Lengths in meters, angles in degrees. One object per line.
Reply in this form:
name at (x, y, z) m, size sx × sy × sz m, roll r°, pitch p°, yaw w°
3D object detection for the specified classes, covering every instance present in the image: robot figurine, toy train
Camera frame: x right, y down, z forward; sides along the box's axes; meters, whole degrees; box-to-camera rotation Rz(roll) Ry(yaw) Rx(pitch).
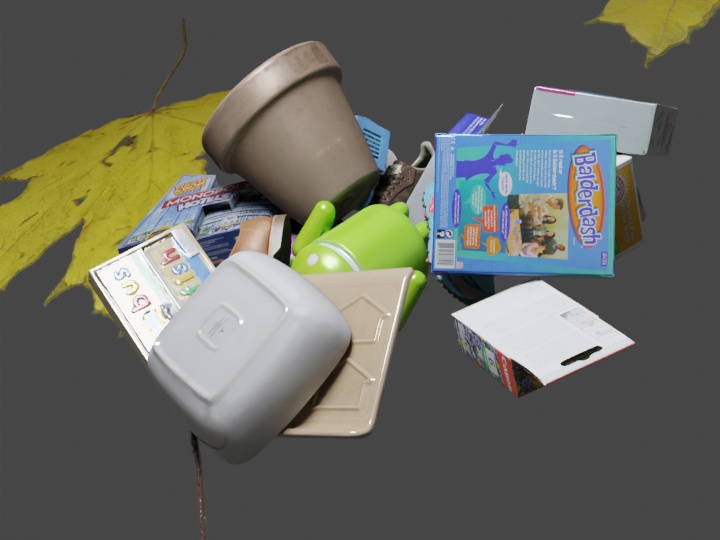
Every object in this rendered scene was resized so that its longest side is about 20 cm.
robot figurine at (0.000, 0.000, 1.546) m, size 0.175 × 0.117 × 0.199 m, roll 39°, pitch 52°, yaw 25°
toy train at (-0.049, -0.139, 1.785) m, size 0.086 × 0.116 × 0.198 m, roll 22°, pitch -18°, yaw -41°

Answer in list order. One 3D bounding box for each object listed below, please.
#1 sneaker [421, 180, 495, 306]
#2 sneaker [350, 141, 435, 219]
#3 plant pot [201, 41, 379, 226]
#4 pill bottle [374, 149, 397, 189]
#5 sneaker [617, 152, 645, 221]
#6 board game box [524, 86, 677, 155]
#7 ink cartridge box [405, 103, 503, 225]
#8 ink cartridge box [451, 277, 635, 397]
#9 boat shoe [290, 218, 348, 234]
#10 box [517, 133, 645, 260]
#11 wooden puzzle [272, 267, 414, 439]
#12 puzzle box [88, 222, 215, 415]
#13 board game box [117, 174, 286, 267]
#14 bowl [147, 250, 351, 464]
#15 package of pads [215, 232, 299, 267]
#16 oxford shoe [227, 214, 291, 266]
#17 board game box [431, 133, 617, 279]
sneaker at (0.125, -0.050, 1.524) m, size 0.095 × 0.079 × 0.202 m, roll -42°, pitch 42°, yaw 34°
sneaker at (0.041, -0.106, 1.800) m, size 0.070 × 0.077 × 0.199 m, roll 6°, pitch 32°, yaw 41°
plant pot at (-0.068, -0.151, 1.637) m, size 0.199 × 0.175 × 0.200 m, roll -39°, pitch -11°, yaw -9°
pill bottle at (-0.036, -0.146, 1.903) m, size 0.104 × 0.106 × 0.199 m, roll -32°, pitch 28°, yaw -32°
sneaker at (0.298, -0.122, 1.658) m, size 0.070 × 0.081 × 0.200 m, roll -19°, pitch 24°, yaw -6°
board game box at (0.295, -0.180, 1.611) m, size 0.145 × 0.065 × 0.200 m, roll 13°, pitch 9°, yaw 19°
ink cartridge box at (0.107, -0.127, 1.687) m, size 0.039 × 0.201 × 0.100 m, roll 35°, pitch 38°, yaw 5°
ink cartridge box at (0.184, 0.076, 1.346) m, size 0.108 × 0.051 × 0.200 m, roll -22°, pitch 25°, yaw -15°
boat shoe at (-0.031, -0.030, 1.701) m, size 0.074 × 0.063 × 0.198 m, roll -31°, pitch 29°, yaw -34°
box at (0.227, -0.081, 1.579) m, size 0.101 × 0.114 × 0.199 m, roll -27°, pitch 27°, yaw -26°
wooden puzzle at (-0.036, 0.091, 1.399) m, size 0.183 × 0.046 × 0.202 m, roll -4°, pitch 56°, yaw 36°
puzzle box at (-0.206, 0.052, 1.524) m, size 0.132 × 0.026 × 0.201 m, roll -29°, pitch 70°, yaw -24°
board game box at (-0.191, -0.071, 1.720) m, size 0.197 × 0.062 × 0.201 m, roll -14°, pitch 26°, yaw 12°
bowl at (-0.127, 0.075, 1.389) m, size 0.200 × 0.075 × 0.199 m, roll -48°, pitch 45°, yaw -6°
package of pads at (-0.148, 0.023, 1.654) m, size 0.199 × 0.069 × 0.154 m, roll -34°, pitch 29°, yaw -29°
oxford shoe at (-0.125, 0.022, 1.521) m, size 0.070 × 0.072 × 0.202 m, roll 0°, pitch 48°, yaw 8°
board game box at (0.178, -0.069, 1.445) m, size 0.197 × 0.155 × 0.045 m, roll 2°, pitch -3°, yaw 11°
